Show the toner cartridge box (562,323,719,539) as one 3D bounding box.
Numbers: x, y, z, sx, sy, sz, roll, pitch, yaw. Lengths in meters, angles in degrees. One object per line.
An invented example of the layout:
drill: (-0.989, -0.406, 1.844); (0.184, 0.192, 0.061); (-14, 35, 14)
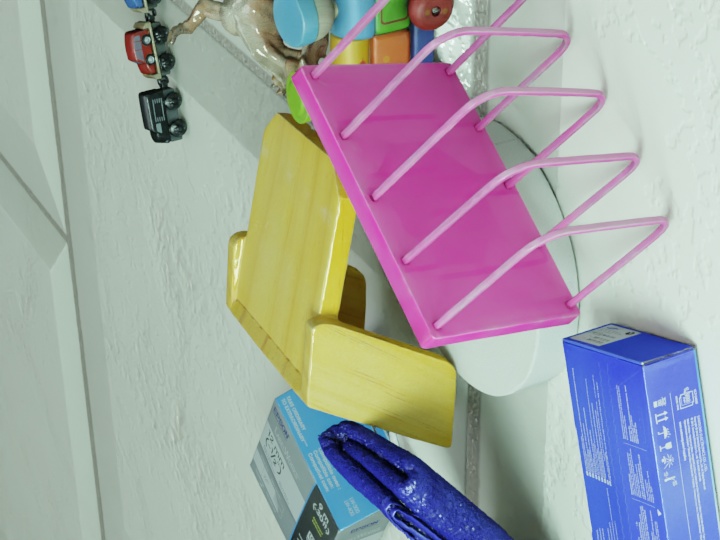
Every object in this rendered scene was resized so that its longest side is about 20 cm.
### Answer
toner cartridge box: (0.186, 0.140, 1.193); (0.095, 0.043, 0.201); (19, 122, 63)

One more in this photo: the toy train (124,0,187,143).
toy train: (-0.214, -0.224, 1.842); (0.034, 0.046, 0.201); (22, 125, 61)

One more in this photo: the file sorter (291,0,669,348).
file sorter: (0.080, -0.076, 1.145); (0.125, 0.139, 0.200); (-43, 65, 40)

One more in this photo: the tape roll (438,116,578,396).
tape roll: (0.088, -0.010, 1.322); (0.203, 0.037, 0.203); (47, 146, 47)

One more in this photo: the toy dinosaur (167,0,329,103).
toy dinosaur: (-0.066, -0.224, 1.464); (0.086, 0.135, 0.201); (-8, 68, 67)

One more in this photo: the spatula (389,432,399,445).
spatula: (0.033, 0.144, 1.564); (0.057, 0.021, 0.200); (-38, 71, 61)

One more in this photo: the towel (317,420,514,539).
towel: (0.063, 0.194, 1.365); (0.200, 0.050, 0.148); (43, 169, -27)

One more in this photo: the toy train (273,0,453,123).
toy train: (-0.002, -0.130, 1.344); (0.085, 0.115, 0.200); (46, 144, 47)

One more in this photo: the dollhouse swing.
dollhouse swing: (0.000, 0.000, 1.421); (0.176, 0.181, 0.200); (-66, 28, 11)

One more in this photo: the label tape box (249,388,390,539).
label tape box: (-0.031, 0.182, 1.678); (0.144, 0.066, 0.200); (62, 156, 25)
